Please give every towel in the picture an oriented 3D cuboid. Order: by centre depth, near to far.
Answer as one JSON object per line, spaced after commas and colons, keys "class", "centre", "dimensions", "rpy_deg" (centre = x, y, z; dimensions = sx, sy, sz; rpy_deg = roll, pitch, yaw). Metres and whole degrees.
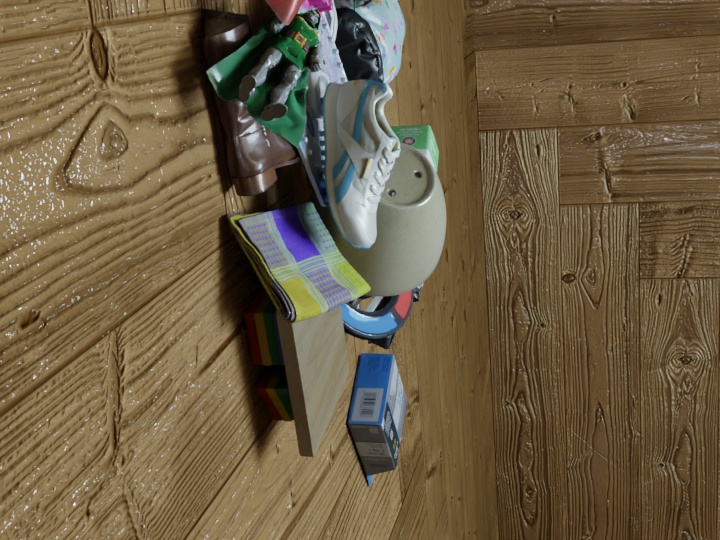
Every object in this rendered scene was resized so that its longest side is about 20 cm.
{"class": "towel", "centre": [-0.070, -0.014, 1.218], "dimensions": [0.144, 0.023, 0.200], "rpy_deg": [57, 26, 9]}

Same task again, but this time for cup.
{"class": "cup", "centre": [0.033, -0.087, 1.365], "dimensions": [0.143, 0.199, 0.202], "rpy_deg": [117, -16, -58]}

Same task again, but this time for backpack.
{"class": "backpack", "centre": [-0.006, -0.338, 1.501], "dimensions": [0.201, 0.126, 0.168], "rpy_deg": [-78, 158, -52]}

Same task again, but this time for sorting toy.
{"class": "sorting toy", "centre": [-0.079, 0.093, 1.293], "dimensions": [0.200, 0.069, 0.200], "rpy_deg": [-65, 151, -61]}

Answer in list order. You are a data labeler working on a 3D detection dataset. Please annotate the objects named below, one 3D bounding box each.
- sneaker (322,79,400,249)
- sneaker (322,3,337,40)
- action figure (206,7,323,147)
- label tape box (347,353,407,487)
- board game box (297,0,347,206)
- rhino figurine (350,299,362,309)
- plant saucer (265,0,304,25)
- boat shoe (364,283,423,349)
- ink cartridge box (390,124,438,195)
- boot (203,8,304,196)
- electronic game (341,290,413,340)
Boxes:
{"class": "sneaker", "centre": [0.005, -0.125, 1.232], "dimensions": [0.076, 0.080, 0.202], "rpy_deg": [-23, 109, -71]}
{"class": "sneaker", "centre": [-0.074, -0.361, 1.328], "dimensions": [0.079, 0.078, 0.202], "rpy_deg": [-6, 101, -65]}
{"class": "action figure", "centre": [-0.079, -0.228, 1.104], "dimensions": [0.118, 0.055, 0.201], "rpy_deg": [42, 38, -19]}
{"class": "label tape box", "centre": [0.036, 0.258, 1.765], "dimensions": [0.201, 0.063, 0.145], "rpy_deg": [74, 21, -46]}
{"class": "board game box", "centre": [-0.044, -0.217, 1.270], "dimensions": [0.201, 0.026, 0.201], "rpy_deg": [-75, 153, -42]}
{"class": "rhino figurine", "centre": [-0.022, 0.032, 1.549], "dimensions": [0.200, 0.059, 0.088], "rpy_deg": [66, 30, -62]}
{"class": "plant saucer", "centre": [-0.103, -0.386, 1.112], "dimensions": [0.200, 0.037, 0.200], "rpy_deg": [52, 30, -21]}
{"class": "boat shoe", "centre": [0.065, 0.035, 1.632], "dimensions": [0.201, 0.060, 0.074], "rpy_deg": [-57, 164, -27]}
{"class": "ink cartridge box", "centre": [0.041, -0.121, 1.631], "dimensions": [0.084, 0.145, 0.201], "rpy_deg": [65, 28, -60]}
{"class": "boot", "centre": [-0.121, -0.210, 1.177], "dimensions": [0.187, 0.064, 0.201], "rpy_deg": [-69, 150, -61]}
{"class": "electronic game", "centre": [0.000, 0.000, 1.454], "dimensions": [0.199, 0.042, 0.201], "rpy_deg": [20, 58, -36]}
